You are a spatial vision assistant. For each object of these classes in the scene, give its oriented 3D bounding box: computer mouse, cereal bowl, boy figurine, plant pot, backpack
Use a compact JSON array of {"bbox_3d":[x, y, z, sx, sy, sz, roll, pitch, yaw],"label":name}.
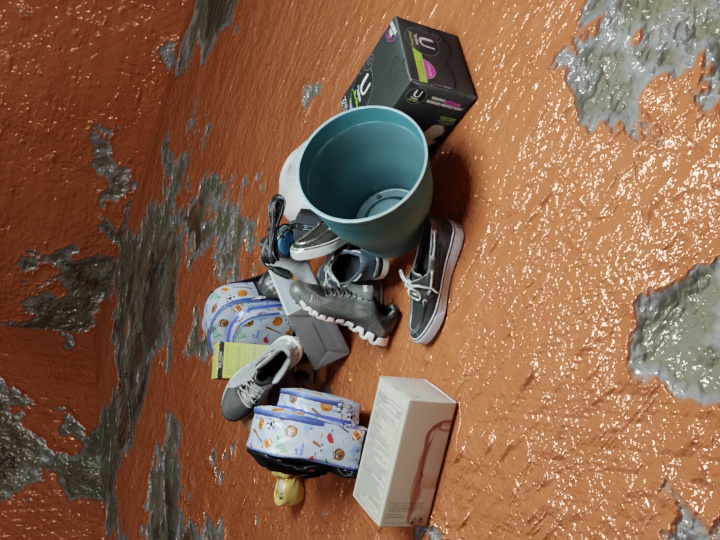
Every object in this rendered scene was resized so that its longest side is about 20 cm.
[{"bbox_3d":[-0.088,-0.045,1.439,0.046,0.200,0.141,3,78,46],"label":"computer mouse"},{"bbox_3d":[-0.105,-0.187,1.628,0.200,0.083,0.201,-32,47,42],"label":"cereal bowl"},{"bbox_3d":[-0.168,0.369,1.596,0.124,0.064,0.201,-17,90,54],"label":"boy figurine"},{"bbox_3d":[0.024,-0.117,1.246,0.188,0.199,0.201,59,-160,-60],"label":"plant pot"},{"bbox_3d":[-0.095,0.282,1.389,0.200,0.190,0.155,-22,63,60],"label":"backpack"},{"bbox_3d":[-0.236,0.114,1.705,0.154,0.190,0.201,-121,38,-57],"label":"backpack"}]

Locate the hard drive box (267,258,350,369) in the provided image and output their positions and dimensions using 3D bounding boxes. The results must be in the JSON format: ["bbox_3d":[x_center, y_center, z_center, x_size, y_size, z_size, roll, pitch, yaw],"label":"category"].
[{"bbox_3d":[-0.104,0.062,1.526,0.200,0.077,0.156,-119,5,-51],"label":"hard drive box"}]

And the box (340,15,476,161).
[{"bbox_3d":[0.072,-0.280,1.312,0.200,0.124,0.149,-49,42,46],"label":"box"}]

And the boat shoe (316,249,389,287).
[{"bbox_3d":[-0.028,-0.001,1.392,0.200,0.062,0.075,-5,84,57],"label":"boat shoe"}]

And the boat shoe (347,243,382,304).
[{"bbox_3d":[0.000,0.000,1.445,0.067,0.057,0.201,-32,55,56],"label":"boat shoe"}]

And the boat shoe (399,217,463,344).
[{"bbox_3d":[0.099,0.016,1.237,0.074,0.068,0.200,44,121,57],"label":"boat shoe"}]

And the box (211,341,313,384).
[{"bbox_3d":[-0.193,0.186,1.604,0.050,0.199,0.076,154,119,-66],"label":"box"}]

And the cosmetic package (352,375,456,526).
[{"bbox_3d":[0.065,0.272,1.213,0.103,0.087,0.201,33,113,62],"label":"cosmetic package"}]

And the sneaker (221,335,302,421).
[{"bbox_3d":[-0.190,0.200,1.437,0.200,0.075,0.115,-49,0,7],"label":"sneaker"}]

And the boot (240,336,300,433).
[{"bbox_3d":[-0.125,0.247,1.541,0.200,0.166,0.072,-54,0,-13],"label":"boot"}]

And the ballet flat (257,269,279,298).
[{"bbox_3d":[-0.141,-0.023,1.672,0.200,0.057,0.067,-58,-18,-21],"label":"ballet flat"}]

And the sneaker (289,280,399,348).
[{"bbox_3d":[-0.020,0.051,1.341,0.091,0.200,0.067,-55,19,21],"label":"sneaker"}]

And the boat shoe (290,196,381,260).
[{"bbox_3d":[-0.040,-0.083,1.391,0.071,0.200,0.064,27,140,55],"label":"boat shoe"}]

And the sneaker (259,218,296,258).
[{"bbox_3d":[-0.101,-0.080,1.514,0.082,0.200,0.073,0,109,49],"label":"sneaker"}]

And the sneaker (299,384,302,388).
[{"bbox_3d":[-0.152,0.281,1.625,0.075,0.087,0.200,-67,30,26],"label":"sneaker"}]
